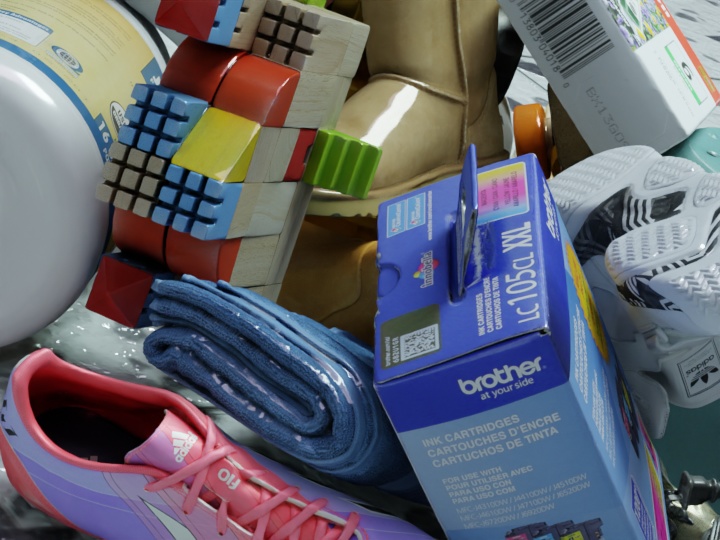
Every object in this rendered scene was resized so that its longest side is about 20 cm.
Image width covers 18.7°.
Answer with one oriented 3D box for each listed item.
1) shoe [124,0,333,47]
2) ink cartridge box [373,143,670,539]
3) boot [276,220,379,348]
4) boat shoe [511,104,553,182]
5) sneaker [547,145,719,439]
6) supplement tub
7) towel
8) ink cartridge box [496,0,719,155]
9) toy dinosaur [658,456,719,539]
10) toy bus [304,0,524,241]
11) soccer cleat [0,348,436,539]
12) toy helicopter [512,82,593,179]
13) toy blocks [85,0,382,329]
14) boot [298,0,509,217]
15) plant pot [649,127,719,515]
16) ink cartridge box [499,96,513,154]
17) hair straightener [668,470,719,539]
[{"bbox_3d":[-0.092,-0.174,1.064,0.200,0.091,0.071,40,9,-33],"label":"shoe"},{"bbox_3d":[0.062,0.048,0.891,0.076,0.200,0.137,-19,31,13],"label":"ink cartridge box"},{"bbox_3d":[0.000,0.001,1.048,0.201,0.071,0.144,23,-20,-10],"label":"boot"},{"bbox_3d":[0.144,-0.054,1.397,0.074,0.069,0.200,13,23,-21],"label":"boat shoe"},{"bbox_3d":[0.147,0.018,0.950,0.075,0.115,0.200,-29,20,-7],"label":"sneaker"},{"bbox_3d":[-0.167,-0.060,1.024,0.145,0.145,0.200,22,22,1],"label":"supplement tub"},{"bbox_3d":[-0.010,0.054,0.933,0.112,0.049,0.200,32,0,22],"label":"towel"},{"bbox_3d":[0.139,-0.119,1.149,0.109,0.050,0.200,58,21,-1],"label":"ink cartridge box"},{"bbox_3d":[0.131,0.101,1.034,0.200,0.047,0.088,29,-13,21],"label":"toy dinosaur"},{"bbox_3d":[0.006,-0.103,1.230,0.136,0.200,0.192,19,13,-3],"label":"toy bus"},{"bbox_3d":[-0.052,0.091,0.850,0.200,0.077,0.067,22,57,13],"label":"soccer cleat"},{"bbox_3d":[0.124,-0.053,1.235,0.079,0.132,0.200,-6,-13,9],"label":"toy helicopter"},{"bbox_3d":[-0.062,-0.047,0.942,0.100,0.200,0.137,21,9,15],"label":"toy blocks"},{"bbox_3d":[0.009,-0.133,1.063,0.066,0.200,0.175,6,14,37],"label":"boot"},{"bbox_3d":[0.198,0.022,1.146,0.200,0.161,0.201,18,21,-7],"label":"plant pot"},{"bbox_3d":[0.063,-0.139,1.343,0.050,0.200,0.162,6,25,-14],"label":"ink cartridge box"},{"bbox_3d":[0.167,0.123,0.961,0.077,0.041,0.200,23,50,7],"label":"hair straightener"}]
